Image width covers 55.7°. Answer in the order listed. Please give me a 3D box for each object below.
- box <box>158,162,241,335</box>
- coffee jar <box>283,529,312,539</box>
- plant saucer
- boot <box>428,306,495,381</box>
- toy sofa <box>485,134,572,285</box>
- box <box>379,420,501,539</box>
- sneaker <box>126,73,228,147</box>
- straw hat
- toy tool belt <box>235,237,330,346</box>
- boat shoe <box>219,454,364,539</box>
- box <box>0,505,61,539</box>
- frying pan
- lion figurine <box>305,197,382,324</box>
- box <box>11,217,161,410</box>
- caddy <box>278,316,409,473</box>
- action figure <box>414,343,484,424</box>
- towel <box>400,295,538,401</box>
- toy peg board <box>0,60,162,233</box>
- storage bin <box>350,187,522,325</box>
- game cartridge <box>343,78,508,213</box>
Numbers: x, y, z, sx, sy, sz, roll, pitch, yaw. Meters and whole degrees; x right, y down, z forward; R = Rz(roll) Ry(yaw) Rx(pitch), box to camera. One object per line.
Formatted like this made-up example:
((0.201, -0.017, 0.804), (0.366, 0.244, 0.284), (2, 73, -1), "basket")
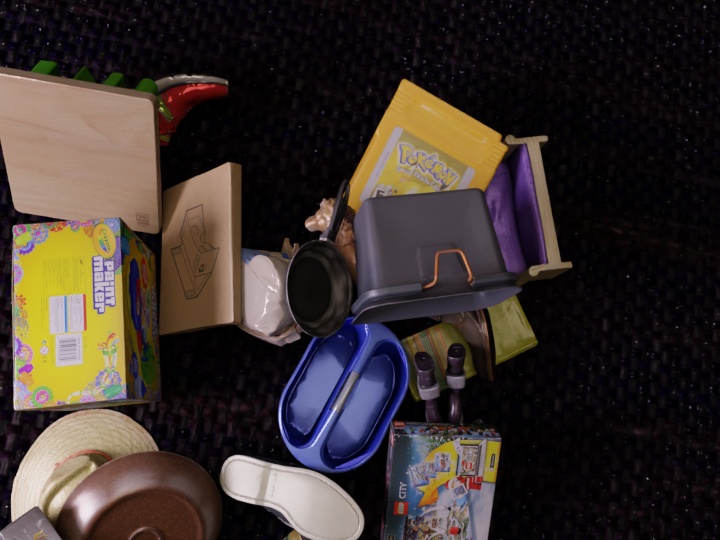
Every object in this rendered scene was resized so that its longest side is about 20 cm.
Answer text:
((-0.210, -0.024, 0.889), (0.021, 0.162, 0.204), (10, 73, -46), "box")
((-0.113, 0.394, 0.839), (0.197, 0.085, 0.106), (-21, 80, -9), "coffee jar")
((-0.260, 0.318, 0.816), (0.197, 0.037, 0.204), (-7, 106, -23), "plant saucer")
((0.127, 0.058, 0.939), (0.095, 0.075, 0.204), (-13, 88, 16), "boot")
((0.226, -0.083, 0.971), (0.096, 0.083, 0.204), (-6, 79, -8), "toy sofa")
((0.097, 0.292, 0.863), (0.134, 0.038, 0.204), (4, 105, -5), "box")
((-0.275, -0.220, 0.961), (0.197, 0.077, 0.086), (-17, 96, -1), "sneaker")
((-0.347, 0.274, 0.839), (0.197, 0.085, 0.205), (1, 78, -5), "straw hat")
((-0.124, 0.016, 0.900), (0.199, 0.122, 0.127), (34, 107, 41), "toy tool belt")
((-0.078, 0.281, 0.850), (0.196, 0.066, 0.076), (9, 80, 20), "boat shoe")
((-0.350, 0.384, 0.781), (0.201, 0.158, 0.048), (51, 44, 6), "box")
((-0.054, -0.016, 0.819), (0.114, 0.031, 0.194), (-2, 87, -50), "frying pan")
((0.000, 0.000, 0.911), (0.072, 0.123, 0.202), (-31, 84, -11), "lion figurine")
((-0.324, 0.062, 0.829), (0.120, 0.193, 0.204), (-5, 80, -6), "box")
((-0.021, 0.160, 0.884), (0.140, 0.105, 0.202), (29, 77, 1), "caddy")
((0.113, 0.204, 0.895), (0.128, 0.069, 0.204), (-6, 104, -5), "action figure")
((0.148, 0.105, 0.959), (0.197, 0.018, 0.087), (-23, 83, -10), "towel")
((-0.353, -0.171, 0.899), (0.196, 0.201, 0.099), (9, 40, -3), "toy peg board")
((0.080, -0.022, 0.824), (0.196, 0.146, 0.137), (-7, 77, -13), "storage bin")
((0.087, -0.134, 0.954), (0.174, 0.032, 0.202), (29, 103, 1), "game cartridge")
